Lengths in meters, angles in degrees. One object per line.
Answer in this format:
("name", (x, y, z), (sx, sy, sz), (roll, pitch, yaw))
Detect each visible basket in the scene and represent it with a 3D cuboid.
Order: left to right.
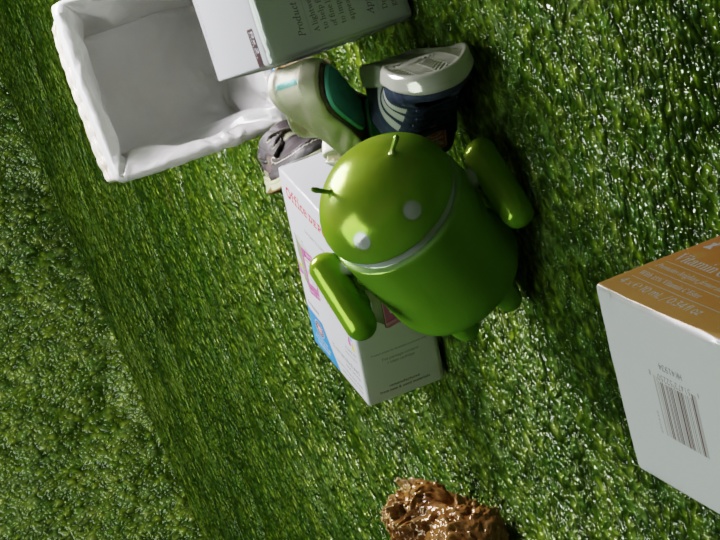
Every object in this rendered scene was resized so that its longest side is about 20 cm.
("basket", (-0.204, -0.208, 2.119), (0.161, 0.198, 0.201), (170, 79, -79))

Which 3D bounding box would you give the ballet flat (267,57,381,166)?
("ballet flat", (-0.015, -0.118, 1.669), (0.200, 0.069, 0.070), (40, -164, -55))

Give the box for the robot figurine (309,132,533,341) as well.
("robot figurine", (0.046, -0.028, 1.560), (0.200, 0.175, 0.116), (46, -165, -42))

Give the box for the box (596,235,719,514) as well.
("box", (0.229, 0.028, 0.913), (0.124, 0.199, 0.098), (-152, 44, -67))

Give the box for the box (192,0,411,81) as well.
("box", (-0.071, -0.275, 1.690), (0.200, 0.130, 0.200), (-175, 66, -73))

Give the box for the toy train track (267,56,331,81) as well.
("toy train track", (-0.062, -0.198, 1.944), (0.115, 0.033, 0.200), (52, 171, -2))

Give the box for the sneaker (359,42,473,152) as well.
("sneaker", (0.052, -0.127, 1.573), (0.200, 0.075, 0.085), (-142, 35, -80))

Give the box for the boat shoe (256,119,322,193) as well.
("boat shoe", (-0.071, -0.116, 2.000), (0.065, 0.073, 0.200), (65, 165, -2))

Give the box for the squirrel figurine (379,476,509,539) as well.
("squirrel figurine", (0.088, 0.292, 1.929), (0.187, 0.141, 0.201), (-134, 40, -78))

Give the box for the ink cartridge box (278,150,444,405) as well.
("ink cartridge box", (0.000, 0.000, 1.884), (0.145, 0.084, 0.201), (-134, 29, -56))
